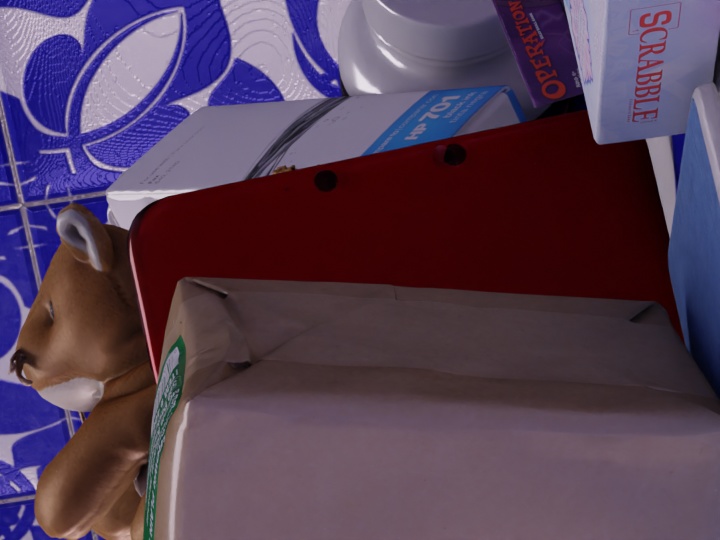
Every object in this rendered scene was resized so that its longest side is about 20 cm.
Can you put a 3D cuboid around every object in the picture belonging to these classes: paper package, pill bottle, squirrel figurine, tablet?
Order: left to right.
[{"bbox_3d":[-0.056,0.042,1.022,0.141,0.200,0.187,23,-150,-56],"label":"squirrel figurine"},{"bbox_3d":[0.019,0.115,0.813,0.104,0.190,0.201,-107,22,-66],"label":"paper package"},{"bbox_3d":[0.046,-0.082,1.144,0.200,0.111,0.112,83,178,-55],"label":"pill bottle"},{"bbox_3d":[0.127,0.055,0.769,0.130,0.014,0.201,84,178,-64],"label":"tablet"}]

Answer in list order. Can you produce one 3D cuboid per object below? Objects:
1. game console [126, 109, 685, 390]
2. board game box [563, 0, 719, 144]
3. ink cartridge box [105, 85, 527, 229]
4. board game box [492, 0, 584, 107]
[{"bbox_3d":[0.025,0.053,0.918,0.173,0.199,0.119,83,174,-50],"label":"game console"},{"bbox_3d":[0.078,-0.176,0.760,0.200,0.041,0.200,83,178,-63],"label":"board game box"},{"bbox_3d":[0.000,0.000,1.096,0.086,0.199,0.147,-46,-58,-34],"label":"ink cartridge box"},{"bbox_3d":[0.056,-0.165,0.907,0.200,0.032,0.120,-87,-28,-54],"label":"board game box"}]
